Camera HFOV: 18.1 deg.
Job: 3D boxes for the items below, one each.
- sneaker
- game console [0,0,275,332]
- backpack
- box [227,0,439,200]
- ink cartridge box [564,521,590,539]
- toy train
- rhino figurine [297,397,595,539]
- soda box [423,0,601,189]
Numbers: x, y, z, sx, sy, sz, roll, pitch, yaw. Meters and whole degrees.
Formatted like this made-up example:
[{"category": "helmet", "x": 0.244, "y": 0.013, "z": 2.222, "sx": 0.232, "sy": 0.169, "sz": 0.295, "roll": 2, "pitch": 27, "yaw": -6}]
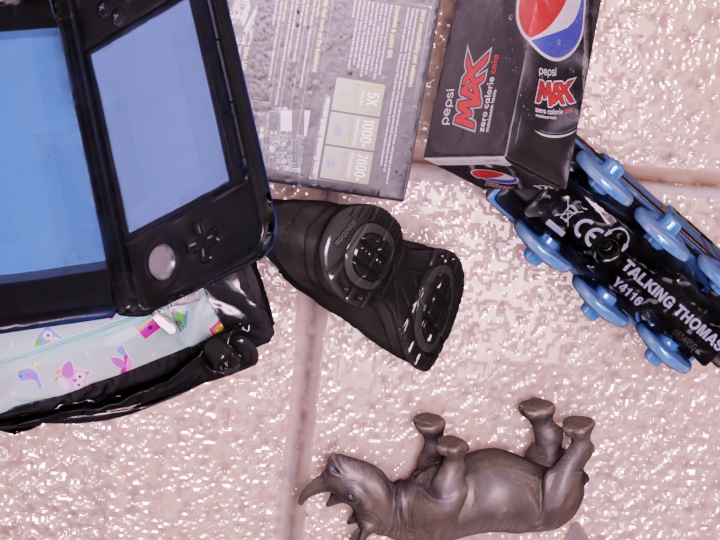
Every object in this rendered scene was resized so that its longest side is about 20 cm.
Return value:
[{"category": "sneaker", "x": 0.000, "y": 0.000, "z": 1.422, "sx": 0.076, "sy": 0.090, "sz": 0.200, "roll": -64, "pitch": 147, "yaw": -13}, {"category": "game console", "x": -0.160, "y": -0.079, "z": 1.271, "sx": 0.170, "sy": 0.118, "sz": 0.201, "roll": -25, "pitch": 72, "yaw": 37}, {"category": "backpack", "x": -0.159, "y": 0.026, "z": 1.399, "sx": 0.199, "sy": 0.167, "sz": 0.127, "roll": -17, "pitch": 87, "yaw": 0}, {"category": "box", "x": -0.039, "y": -0.159, "z": 1.383, "sx": 0.163, "sy": 0.086, "sz": 0.201, "roll": 7, "pitch": 103, "yaw": -9}, {"category": "ink cartridge box", "x": 0.087, "y": 0.262, "z": 1.506, "sx": 0.066, "sy": 0.116, "sz": 0.201, "roll": 22, "pitch": 100, "yaw": -12}, {"category": "toy train", "x": 0.168, "y": -0.015, "z": 1.445, "sx": 0.200, "sy": 0.114, "sz": 0.087, "roll": 39, "pitch": 103, "yaw": -16}, {"category": "rhino figurine", "x": 0.057, "y": 0.143, "z": 1.499, "sx": 0.199, "sy": 0.060, "sz": 0.088, "roll": -7, "pitch": 116, "yaw": -3}, {"category": "soda box", "x": 0.100, "y": -0.153, "z": 1.374, "sx": 0.063, "sy": 0.070, "sz": 0.201, "roll": 22, "pitch": 74, "yaw": -45}]
